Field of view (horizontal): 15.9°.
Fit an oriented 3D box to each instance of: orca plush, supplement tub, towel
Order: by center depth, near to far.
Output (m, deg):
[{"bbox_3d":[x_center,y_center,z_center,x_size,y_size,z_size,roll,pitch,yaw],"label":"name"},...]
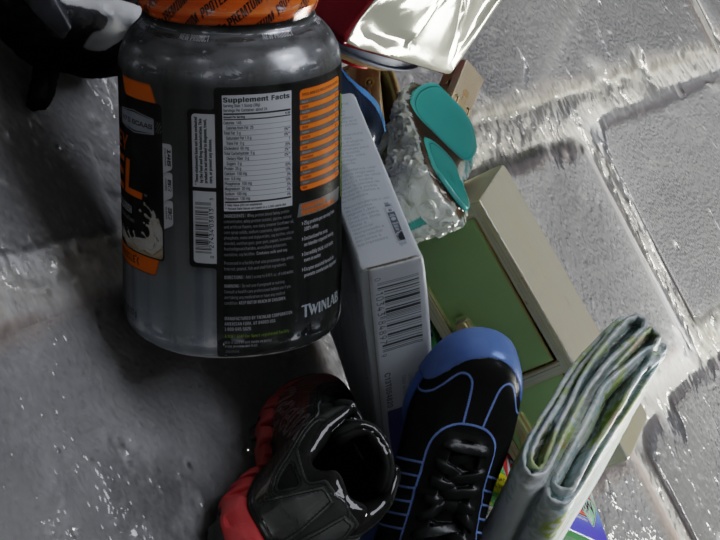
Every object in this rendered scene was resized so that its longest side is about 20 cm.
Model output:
[{"bbox_3d":[-0.070,-0.064,1.394,0.123,0.122,0.201,-49,141,-68],"label":"supplement tub"},{"bbox_3d":[-0.162,-0.121,1.427,0.200,0.105,0.072,-145,-113,-86],"label":"orca plush"},{"bbox_3d":[0.109,0.135,1.554,0.048,0.201,0.171,30,45,9],"label":"towel"}]

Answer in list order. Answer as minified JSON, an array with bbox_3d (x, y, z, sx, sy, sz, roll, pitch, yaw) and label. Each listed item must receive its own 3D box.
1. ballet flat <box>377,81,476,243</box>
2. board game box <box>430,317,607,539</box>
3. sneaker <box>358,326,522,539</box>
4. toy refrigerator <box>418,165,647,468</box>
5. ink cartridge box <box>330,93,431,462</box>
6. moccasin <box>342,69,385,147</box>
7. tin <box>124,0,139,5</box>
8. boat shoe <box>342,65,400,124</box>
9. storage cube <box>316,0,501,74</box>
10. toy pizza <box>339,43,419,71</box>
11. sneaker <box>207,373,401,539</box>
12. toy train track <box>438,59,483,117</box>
[{"bbox_3d":[0.032,-0.066,1.642,0.072,0.072,0.200,56,14,-15],"label":"ballet flat"},{"bbox_3d":[0.097,0.114,1.743,0.200,0.029,0.135,29,38,-56],"label":"board game box"},{"bbox_3d":[0.047,0.131,1.456,0.070,0.201,0.078,10,30,-15],"label":"sneaker"},{"bbox_3d":[0.103,0.041,1.686,0.201,0.076,0.070,60,28,-13],"label":"toy refrigerator"},{"bbox_3d":[0.000,0.000,1.528,0.200,0.040,0.201,84,-11,-45],"label":"ink cartridge box"},{"bbox_3d":[-0.038,-0.095,1.674,0.200,0.080,0.069,46,46,-61],"label":"moccasin"},{"bbox_3d":[-0.137,-0.196,1.626,0.200,0.042,0.112,55,18,-19],"label":"tin"},{"bbox_3d":[0.028,-0.056,1.795,0.201,0.066,0.074,65,21,8],"label":"boat shoe"},{"bbox_3d":[0.010,-0.255,1.690,0.180,0.171,0.200,42,14,20],"label":"storage cube"},{"bbox_3d":[-0.045,-0.192,1.774,0.200,0.032,0.200,31,20,-12],"label":"toy pizza"},{"bbox_3d":[-0.018,0.107,1.449,0.071,0.098,0.201,52,21,-13],"label":"sneaker"},{"bbox_3d":[0.036,-0.056,1.739,0.115,0.032,0.201,46,54,-37],"label":"toy train track"}]
